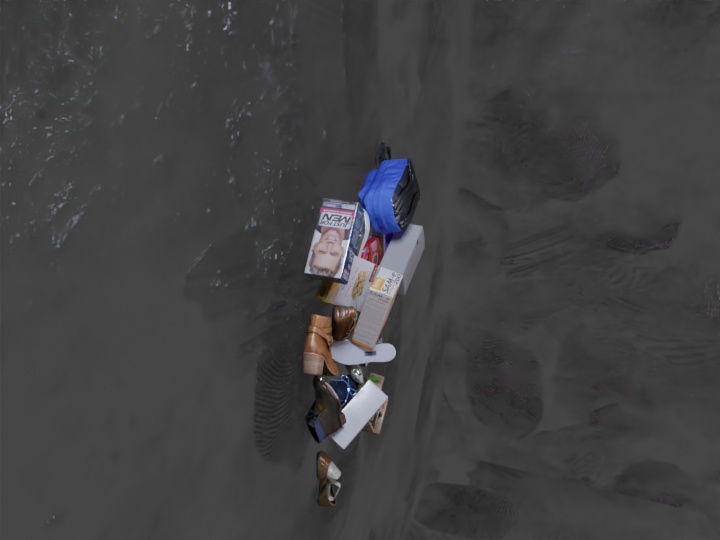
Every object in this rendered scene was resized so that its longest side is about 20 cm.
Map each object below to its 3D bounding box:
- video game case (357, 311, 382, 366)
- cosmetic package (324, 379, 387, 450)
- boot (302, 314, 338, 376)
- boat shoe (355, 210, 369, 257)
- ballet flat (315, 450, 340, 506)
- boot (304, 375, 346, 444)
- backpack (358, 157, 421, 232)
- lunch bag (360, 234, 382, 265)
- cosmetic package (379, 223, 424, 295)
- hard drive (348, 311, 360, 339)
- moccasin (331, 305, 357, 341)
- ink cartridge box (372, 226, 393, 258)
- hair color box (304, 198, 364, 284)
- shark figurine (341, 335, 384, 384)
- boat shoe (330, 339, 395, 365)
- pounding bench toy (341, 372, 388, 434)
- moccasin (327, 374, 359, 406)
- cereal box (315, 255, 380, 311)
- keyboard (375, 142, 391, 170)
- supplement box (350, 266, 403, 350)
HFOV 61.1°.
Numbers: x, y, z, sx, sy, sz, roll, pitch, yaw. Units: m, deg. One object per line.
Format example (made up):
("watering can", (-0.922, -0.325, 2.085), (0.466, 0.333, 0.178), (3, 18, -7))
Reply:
("video game case", (0.035, 0.198, 2.082), (0.181, 0.036, 0.201), (-47, 141, -60))
("cosmetic package", (-0.016, 0.423, 1.780), (0.200, 0.081, 0.113), (-47, 173, -21))
("boot", (-0.095, 0.199, 1.613), (0.200, 0.073, 0.155), (45, 50, -75))
("boat shoe", (-0.023, -0.083, 1.710), (0.057, 0.068, 0.201), (24, 75, -62))
("ballet flat", (-0.094, 0.625, 1.816), (0.068, 0.072, 0.201), (-47, 142, -62))
("boot", (-0.105, 0.375, 1.628), (0.097, 0.075, 0.200), (-41, 129, -29))
("backpack", (0.081, -0.205, 1.802), (0.163, 0.167, 0.200), (60, 36, -39))
("lunch bag", (0.000, 0.000, 1.815), (0.176, 0.082, 0.201), (-39, 133, -60))
("cosmetic package", (0.125, -0.037, 1.846), (0.107, 0.090, 0.200), (77, 29, -53))
("hard drive", (0.041, 0.142, 1.966), (0.132, 0.026, 0.201), (32, 78, -55))
("moccasin", (-0.043, 0.143, 1.683), (0.202, 0.077, 0.074), (100, -16, -61))
("ink cartridge box", (0.075, -0.073, 1.930), (0.200, 0.043, 0.199), (-106, -167, -59))
("hair color box", (-0.064, -0.073, 1.524), (0.061, 0.100, 0.201), (46, 54, -68))
("shark figurine", (-0.022, 0.250, 1.870), (0.090, 0.128, 0.215), (-53, -174, 40))
("boat shoe", (0.000, 0.235, 1.787), (0.068, 0.199, 0.072), (179, -89, -74))
("pounding bench toy", (0.015, 0.398, 1.968), (0.156, 0.124, 0.200), (72, 31, -55))
("moccasin", (-0.048, 0.340, 1.807), (0.081, 0.068, 0.200), (61, 14, -2))
("cereal box", (-0.030, 0.030, 1.662), (0.200, 0.039, 0.144), (20, 93, -59))
("keyboard", (0.086, -0.342, 2.012), (0.200, 0.021, 0.127), (75, 29, -55))
("supplement box", (0.047, 0.108, 1.730), (0.126, 0.073, 0.200), (-60, 170, -55))
